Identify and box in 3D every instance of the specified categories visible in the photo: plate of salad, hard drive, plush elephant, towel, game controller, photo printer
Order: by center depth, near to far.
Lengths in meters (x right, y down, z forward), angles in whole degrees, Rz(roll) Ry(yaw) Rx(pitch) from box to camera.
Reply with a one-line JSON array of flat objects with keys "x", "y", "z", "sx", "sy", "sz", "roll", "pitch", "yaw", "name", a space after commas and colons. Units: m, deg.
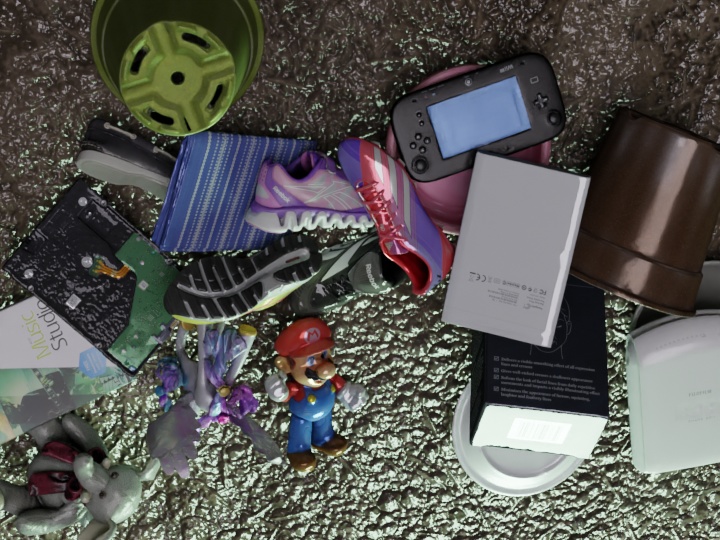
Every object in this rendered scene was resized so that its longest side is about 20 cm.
[{"x": 0.176, "y": -0.024, "z": 1.678, "sx": 0.131, "sy": 0.027, "sz": 0.202, "roll": 14, "pitch": 105, "yaw": 9, "name": "hard drive"}, {"x": 0.134, "y": -0.175, "z": 1.683, "sx": 0.199, "sy": 0.042, "sz": 0.105, "roll": -20, "pitch": 109, "yaw": -5, "name": "game controller"}, {"x": -0.144, "y": -0.090, "z": 1.697, "sx": 0.199, "sy": 0.024, "sz": 0.146, "roll": -1, "pitch": 116, "yaw": -47, "name": "towel"}, {"x": -0.300, "y": 0.010, "z": 1.729, "sx": 0.200, "sy": 0.038, "sz": 0.140, "roll": 41, "pitch": 80, "yaw": -13, "name": "hard drive"}, {"x": -0.335, "y": 0.258, "z": 1.786, "sx": 0.154, "sy": 0.166, "sz": 0.200, "roll": -6, "pitch": 138, "yaw": 40, "name": "plush elephant"}, {"x": 0.417, "y": 0.146, "z": 1.850, "sx": 0.165, "sy": 0.070, "sz": 0.202, "roll": -9, "pitch": 113, "yaw": -4, "name": "photo printer"}, {"x": 0.210, "y": 0.193, "z": 1.896, "sx": 0.198, "sy": 0.048, "sz": 0.202, "roll": -4, "pitch": 105, "yaw": -13, "name": "plate of salad"}]

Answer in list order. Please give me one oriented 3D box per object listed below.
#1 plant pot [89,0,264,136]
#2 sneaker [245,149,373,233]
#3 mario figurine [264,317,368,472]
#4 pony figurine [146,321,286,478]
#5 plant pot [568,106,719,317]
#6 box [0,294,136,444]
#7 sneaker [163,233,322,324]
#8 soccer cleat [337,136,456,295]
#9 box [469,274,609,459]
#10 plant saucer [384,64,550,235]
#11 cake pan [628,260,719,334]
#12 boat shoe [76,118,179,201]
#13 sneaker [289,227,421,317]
[{"x": -0.198, "y": -0.229, "z": 1.596, "sx": 0.198, "sy": 0.190, "sz": 0.202, "roll": -3, "pitch": 113, "yaw": -6, "name": "plant pot"}, {"x": -0.038, "y": -0.096, "z": 1.711, "sx": 0.199, "sy": 0.080, "sz": 0.089, "roll": -5, "pitch": 105, "yaw": -28, "name": "sneaker"}, {"x": -0.054, "y": 0.153, "z": 1.809, "sx": 0.105, "sy": 0.124, "sz": 0.201, "roll": 2, "pitch": 118, "yaw": 14, "name": "mario figurine"}, {"x": -0.179, "y": 0.148, "z": 1.755, "sx": 0.165, "sy": 0.193, "sz": 0.202, "roll": 5, "pitch": 110, "yaw": -27, "name": "pony figurine"}, {"x": 0.339, "y": -0.075, "z": 1.734, "sx": 0.199, "sy": 0.200, "sz": 0.200, "roll": 19, "pitch": 102, "yaw": -14, "name": "plant pot"}, {"x": -0.385, "y": 0.106, "z": 1.744, "sx": 0.199, "sy": 0.036, "sz": 0.145, "roll": -26, "pitch": 97, "yaw": -12, "name": "box"}, {"x": -0.141, "y": 0.024, "z": 1.730, "sx": 0.199, "sy": 0.090, "sz": 0.079, "roll": -16, "pitch": 75, "yaw": -27, "name": "sneaker"}, {"x": 0.036, "y": -0.063, "z": 1.676, "sx": 0.066, "sy": 0.077, "sz": 0.200, "roll": -15, "pitch": 121, "yaw": 46, "name": "soccer cleat"}, {"x": 0.211, "y": 0.107, "z": 1.761, "sx": 0.147, "sy": 0.201, "sz": 0.107, "roll": 7, "pitch": 146, "yaw": -3, "name": "box"}, {"x": 0.124, "y": -0.145, "z": 1.738, "sx": 0.199, "sy": 0.051, "sz": 0.202, "roll": -3, "pitch": 107, "yaw": -9, "name": "plant saucer"}, {"x": 0.434, "y": 0.075, "z": 1.882, "sx": 0.198, "sy": 0.037, "sz": 0.202, "roll": -3, "pitch": 112, "yaw": -6, "name": "cake pan"}, {"x": -0.230, "y": -0.117, "z": 1.707, "sx": 0.199, "sy": 0.074, "sz": 0.061, "roll": 19, "pitch": 71, "yaw": -21, "name": "boat shoe"}, {"x": 0.000, "y": 0.000, "z": 1.767, "sx": 0.199, "sy": 0.091, "sz": 0.067, "roll": -31, "pitch": 112, "yaw": 6, "name": "sneaker"}]
